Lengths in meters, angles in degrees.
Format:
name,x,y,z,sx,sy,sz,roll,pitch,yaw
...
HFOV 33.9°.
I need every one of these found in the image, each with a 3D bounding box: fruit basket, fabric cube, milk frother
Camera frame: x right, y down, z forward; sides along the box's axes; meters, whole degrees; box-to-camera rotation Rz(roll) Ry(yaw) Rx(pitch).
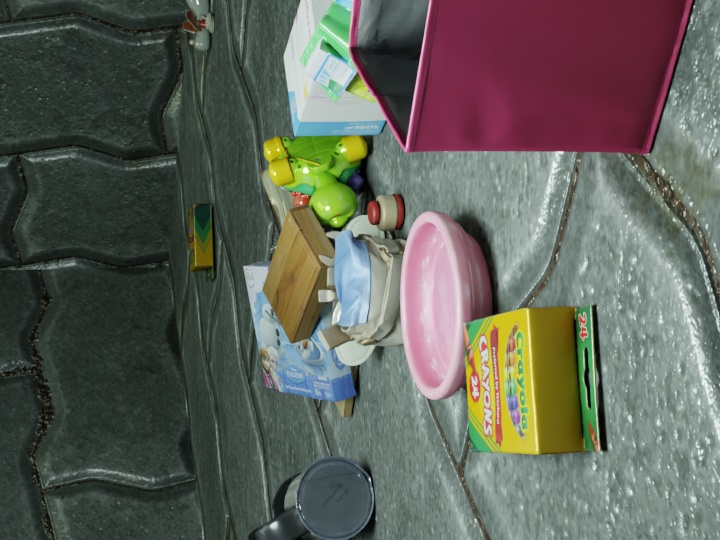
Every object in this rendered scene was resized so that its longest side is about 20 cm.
name,x,y,z,sx,sy,sz,roll,pitch,yaw
fruit basket,0.035,-0.203,1.240,0.094,0.200,0.185,-52,5,-18
fabric cube,0.115,-0.218,0.894,0.201,0.197,0.198,-114,26,-54
milk frother,-0.047,0.395,1.728,0.200,0.181,0.188,43,159,1

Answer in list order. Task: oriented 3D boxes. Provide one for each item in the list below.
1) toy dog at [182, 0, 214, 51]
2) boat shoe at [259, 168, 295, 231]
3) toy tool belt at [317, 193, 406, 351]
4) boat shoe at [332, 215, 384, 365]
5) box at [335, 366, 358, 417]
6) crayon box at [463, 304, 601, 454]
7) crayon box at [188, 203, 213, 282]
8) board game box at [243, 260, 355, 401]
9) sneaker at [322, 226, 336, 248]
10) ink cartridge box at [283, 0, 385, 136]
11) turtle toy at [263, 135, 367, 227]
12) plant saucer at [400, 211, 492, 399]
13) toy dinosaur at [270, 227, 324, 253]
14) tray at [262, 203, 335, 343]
name,x,y,z,sx,sy,sz,roll,pitch,yaw
toy dog,-0.451,-0.697,3.158,0.132,0.095,0.202,120,145,-63
boat shoe,-0.100,-0.085,1.948,0.072,0.064,0.202,51,-165,-81
toy tool belt,0.000,0.000,1.482,0.125,0.121,0.202,134,133,-69
boat shoe,-0.004,0.026,1.606,0.060,0.071,0.204,-165,80,-76
box,-0.030,0.094,1.795,0.164,0.021,0.202,-117,30,-57
crayon box,0.151,0.101,1.067,0.200,0.050,0.129,152,117,-73
crayon box,-0.434,-0.072,3.208,0.127,0.050,0.202,155,112,-73
board game box,-0.095,0.088,1.781,0.199,0.043,0.201,1,103,55
sneaker,-0.055,-0.092,1.828,0.200,0.075,0.088,112,-179,-71
ink cartridge box,-0.017,-0.278,1.516,0.200,0.124,0.130,121,144,-63
turtle toy,-0.053,-0.134,1.665,0.201,0.144,0.102,-108,0,-58
plant saucer,0.094,0.037,1.275,0.200,0.050,0.203,178,90,-74
toy dinosaur,-0.091,-0.033,1.825,0.200,0.087,0.048,86,-168,-66
tray,-0.086,0.008,1.645,0.099,0.037,0.201,60,152,24
